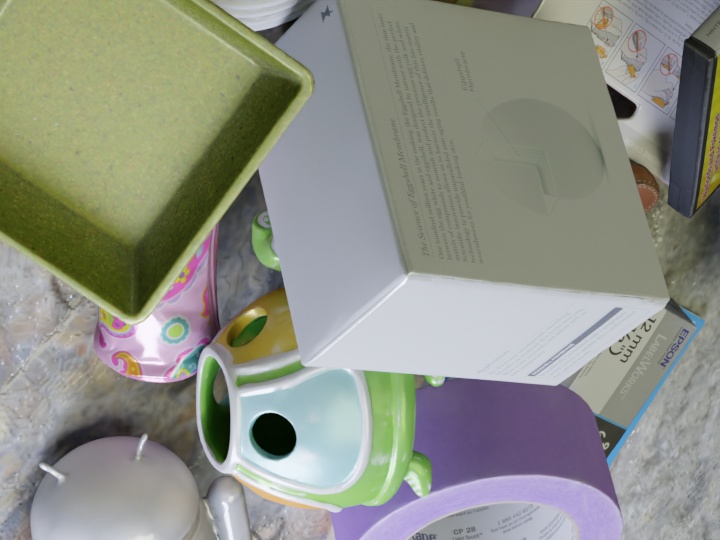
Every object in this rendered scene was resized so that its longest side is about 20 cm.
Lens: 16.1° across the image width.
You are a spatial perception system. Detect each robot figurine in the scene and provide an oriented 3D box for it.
[{"bbox_3d":[-0.151,0.191,1.677,0.169,0.113,0.201,-24,128,-12],"label":"robot figurine"}]

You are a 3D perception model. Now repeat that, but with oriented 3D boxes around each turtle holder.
[{"bbox_3d":[-0.028,0.065,1.587,0.131,0.141,0.186,-6,135,-22],"label":"turtle holder"}]

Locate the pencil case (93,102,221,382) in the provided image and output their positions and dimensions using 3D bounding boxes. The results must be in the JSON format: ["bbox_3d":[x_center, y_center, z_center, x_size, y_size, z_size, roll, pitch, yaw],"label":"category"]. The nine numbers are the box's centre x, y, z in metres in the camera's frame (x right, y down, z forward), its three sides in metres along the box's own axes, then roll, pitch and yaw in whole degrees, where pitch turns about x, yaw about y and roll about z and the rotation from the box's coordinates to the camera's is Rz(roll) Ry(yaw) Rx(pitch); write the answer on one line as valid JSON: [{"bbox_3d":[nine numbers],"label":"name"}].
[{"bbox_3d":[-0.122,-0.031,1.582,0.087,0.087,0.201,-11,123,-29],"label":"pencil case"}]

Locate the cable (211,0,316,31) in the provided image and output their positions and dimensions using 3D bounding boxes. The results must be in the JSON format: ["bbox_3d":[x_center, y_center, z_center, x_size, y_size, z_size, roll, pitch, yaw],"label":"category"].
[{"bbox_3d":[-0.067,-0.234,1.508,0.199,0.069,0.201,22,103,-41],"label":"cable"}]

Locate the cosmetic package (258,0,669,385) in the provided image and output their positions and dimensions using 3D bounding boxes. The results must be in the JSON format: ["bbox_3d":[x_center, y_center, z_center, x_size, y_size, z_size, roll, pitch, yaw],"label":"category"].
[{"bbox_3d":[0.053,-0.048,1.542,0.199,0.200,0.123,7,148,-36],"label":"cosmetic package"}]

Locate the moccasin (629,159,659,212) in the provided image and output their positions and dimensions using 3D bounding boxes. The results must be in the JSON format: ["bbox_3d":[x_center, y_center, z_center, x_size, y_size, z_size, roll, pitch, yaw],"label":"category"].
[{"bbox_3d":[0.118,-0.005,1.737,0.201,0.078,0.074,-30,144,0],"label":"moccasin"}]

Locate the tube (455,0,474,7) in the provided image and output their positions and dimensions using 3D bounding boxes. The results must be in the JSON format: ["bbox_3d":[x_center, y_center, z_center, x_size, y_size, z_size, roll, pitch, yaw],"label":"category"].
[{"bbox_3d":[0.049,-0.185,1.631,0.052,0.058,0.201,-23,138,-59],"label":"tube"}]

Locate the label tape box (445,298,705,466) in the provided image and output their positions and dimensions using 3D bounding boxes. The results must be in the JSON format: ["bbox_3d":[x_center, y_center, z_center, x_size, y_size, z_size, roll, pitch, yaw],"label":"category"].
[{"bbox_3d":[0.171,0.074,1.859,0.200,0.066,0.144,27,101,-40],"label":"label tape box"}]

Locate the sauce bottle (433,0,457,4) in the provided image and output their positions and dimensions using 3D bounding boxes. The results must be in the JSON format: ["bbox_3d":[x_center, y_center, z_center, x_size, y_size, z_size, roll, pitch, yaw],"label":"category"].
[{"bbox_3d":[0.030,-0.184,1.574,0.200,0.066,0.066,-36,136,21],"label":"sauce bottle"}]

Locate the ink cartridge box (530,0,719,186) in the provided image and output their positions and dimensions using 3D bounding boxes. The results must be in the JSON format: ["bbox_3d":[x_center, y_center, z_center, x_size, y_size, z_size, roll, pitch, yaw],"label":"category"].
[{"bbox_3d":[0.190,-0.174,1.706,0.200,0.045,0.177,29,98,-41],"label":"ink cartridge box"}]

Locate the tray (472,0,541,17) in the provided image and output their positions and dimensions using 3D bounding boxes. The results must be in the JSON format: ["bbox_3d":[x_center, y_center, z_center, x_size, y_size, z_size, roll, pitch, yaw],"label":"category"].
[{"bbox_3d":[0.154,-0.197,1.714,0.200,0.022,0.108,-37,131,-10],"label":"tray"}]

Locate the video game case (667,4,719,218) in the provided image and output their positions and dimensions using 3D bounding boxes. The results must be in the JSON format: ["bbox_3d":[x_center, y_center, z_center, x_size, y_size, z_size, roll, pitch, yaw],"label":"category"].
[{"bbox_3d":[0.274,-0.150,1.711,0.181,0.025,0.200,-46,158,-20],"label":"video game case"}]

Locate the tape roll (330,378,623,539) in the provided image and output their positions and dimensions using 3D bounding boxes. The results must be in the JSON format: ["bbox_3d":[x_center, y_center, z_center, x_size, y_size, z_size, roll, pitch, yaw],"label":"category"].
[{"bbox_3d":[0.078,0.163,1.779,0.199,0.085,0.200,-9,144,-6],"label":"tape roll"}]

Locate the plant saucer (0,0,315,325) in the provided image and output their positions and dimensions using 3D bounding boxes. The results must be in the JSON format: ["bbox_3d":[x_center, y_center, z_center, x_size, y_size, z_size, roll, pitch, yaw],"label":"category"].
[{"bbox_3d":[-0.155,-0.100,1.476,0.199,0.048,0.200,34,115,-8],"label":"plant saucer"}]
